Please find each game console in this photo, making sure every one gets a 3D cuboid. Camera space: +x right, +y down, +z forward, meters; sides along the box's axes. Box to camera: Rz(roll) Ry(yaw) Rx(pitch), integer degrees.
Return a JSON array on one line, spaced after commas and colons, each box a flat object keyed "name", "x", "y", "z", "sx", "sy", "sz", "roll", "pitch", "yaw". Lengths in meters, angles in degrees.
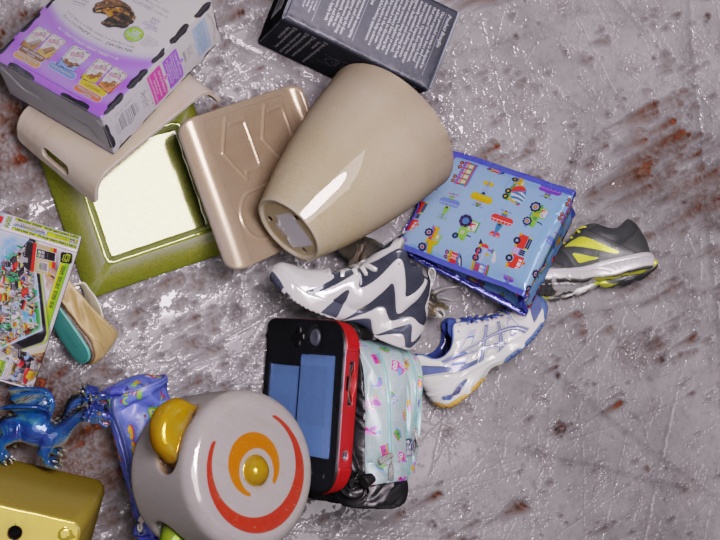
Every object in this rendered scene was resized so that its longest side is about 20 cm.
[{"name": "game console", "x": -0.067, "y": 0.158, "z": 1.599, "sx": 0.031, "sy": 0.176, "sz": 0.201, "roll": 7, "pitch": 85, "yaw": -39}]

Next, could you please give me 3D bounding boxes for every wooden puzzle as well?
[{"name": "wooden puzzle", "x": -0.123, "y": -0.114, "z": 1.633, "sx": 0.200, "sy": 0.046, "sz": 0.186, "roll": -26, "pitch": 100, "yaw": -44}]

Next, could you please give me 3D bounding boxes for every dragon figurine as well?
[{"name": "dragon figurine", "x": -0.384, "y": 0.169, "z": 1.544, "sx": 0.199, "sy": 0.059, "sz": 0.100, "roll": 8, "pitch": 110, "yaw": -5}]

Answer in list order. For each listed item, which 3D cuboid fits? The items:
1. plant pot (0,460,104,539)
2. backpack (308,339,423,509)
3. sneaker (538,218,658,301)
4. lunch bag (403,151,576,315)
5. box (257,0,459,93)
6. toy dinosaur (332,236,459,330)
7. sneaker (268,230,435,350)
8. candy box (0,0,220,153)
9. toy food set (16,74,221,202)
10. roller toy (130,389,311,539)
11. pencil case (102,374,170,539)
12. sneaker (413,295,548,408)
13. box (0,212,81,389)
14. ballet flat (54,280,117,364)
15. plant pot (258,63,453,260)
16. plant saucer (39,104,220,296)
[{"name": "plant pot", "x": -0.398, "y": 0.319, "z": 1.495, "sx": 0.199, "sy": 0.176, "sz": 0.201, "roll": 16, "pitch": 83, "yaw": -15}, {"name": "backpack", "x": 0.002, "y": 0.183, "z": 1.637, "sx": 0.126, "sy": 0.167, "sz": 0.201, "roll": 7, "pitch": 83, "yaw": -37}, {"name": "sneaker", "x": 0.287, "y": -0.016, "z": 1.769, "sx": 0.199, "sy": 0.075, "sz": 0.085, "roll": -7, "pitch": 65, "yaw": -11}, {"name": "lunch bag", "x": 0.151, "y": -0.059, "z": 1.696, "sx": 0.199, "sy": 0.094, "sz": 0.151, "roll": 25, "pitch": 77, "yaw": 15}, {"name": "box", "x": -0.005, "y": -0.297, "z": 1.645, "sx": 0.199, "sy": 0.148, "sz": 0.107, "roll": 24, "pitch": 82, "yaw": -14}, {"name": "toy dinosaur", "x": 0.017, "y": 0.008, "z": 1.690, "sx": 0.200, "sy": 0.077, "sz": 0.102, "roll": 42, "pitch": 66, "yaw": -5}, {"name": "sneaker", "x": 0.000, "y": 0.000, "z": 1.606, "sx": 0.198, "sy": 0.079, "sz": 0.130, "roll": 24, "pitch": 93, "yaw": -3}, {"name": "candy box", "x": -0.288, "y": -0.256, "z": 1.546, "sx": 0.167, "sy": 0.072, "sz": 0.200, "roll": 30, "pitch": 66, "yaw": 21}, {"name": "toy food set", "x": -0.284, "y": -0.181, "z": 1.577, "sx": 0.143, "sy": 0.061, "sz": 0.200, "roll": 38, "pitch": 69, "yaw": 24}, {"name": "roller toy", "x": -0.154, "y": 0.227, "z": 1.527, "sx": 0.182, "sy": 0.139, "sz": 0.201, "roll": -19, "pitch": 95, "yaw": -43}, {"name": "pencil case", "x": -0.250, "y": 0.224, "z": 1.589, "sx": 0.078, "sy": 0.087, "sz": 0.201, "roll": -11, "pitch": 90, "yaw": 27}, {"name": "sneaker", "x": 0.152, "y": 0.084, "z": 1.714, "sx": 0.200, "sy": 0.075, "sz": 0.088, "roll": -41, "pitch": 98, "yaw": -14}, {"name": "box", "x": -0.397, "y": 0.035, "z": 1.523, "sx": 0.110, "sy": 0.035, "sz": 0.201, "roll": 17, "pitch": 119, "yaw": -13}, {"name": "ballet flat", "x": -0.360, "y": 0.019, "z": 1.586, "sx": 0.063, "sy": 0.069, "sz": 0.200, "roll": -42, "pitch": 103, "yaw": -42}, {"name": "plant pot", "x": -0.022, "y": -0.110, "z": 1.588, "sx": 0.187, "sy": 0.187, "sz": 0.200, "roll": 48, "pitch": 61, "yaw": -9}, {"name": "plant saucer", "x": -0.263, "y": -0.092, "z": 1.615, "sx": 0.199, "sy": 0.048, "sz": 0.201, "roll": -19, "pitch": 93, "yaw": -16}]
